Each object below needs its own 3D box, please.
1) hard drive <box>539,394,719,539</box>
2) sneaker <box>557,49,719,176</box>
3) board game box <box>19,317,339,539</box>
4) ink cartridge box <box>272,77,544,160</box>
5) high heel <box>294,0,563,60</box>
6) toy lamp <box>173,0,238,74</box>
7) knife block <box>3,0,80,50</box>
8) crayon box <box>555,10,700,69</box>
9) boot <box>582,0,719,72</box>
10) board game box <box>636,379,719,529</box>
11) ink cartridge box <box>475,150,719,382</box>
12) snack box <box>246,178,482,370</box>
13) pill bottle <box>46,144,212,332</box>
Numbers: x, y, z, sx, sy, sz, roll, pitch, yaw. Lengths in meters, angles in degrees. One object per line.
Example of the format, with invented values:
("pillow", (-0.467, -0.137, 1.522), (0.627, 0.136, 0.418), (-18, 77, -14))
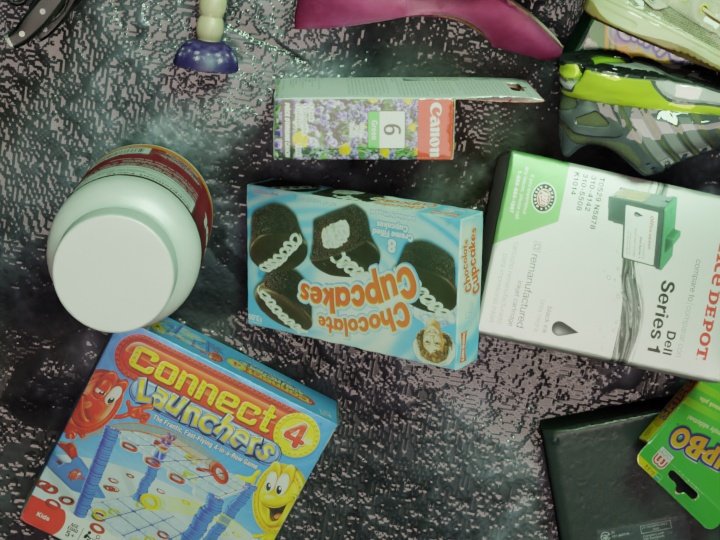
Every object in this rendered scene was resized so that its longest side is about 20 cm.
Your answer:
("hard drive", (0.236, 0.211, 1.312), (0.139, 0.033, 0.201), (-11, 105, 2))
("sneaker", (0.240, -0.110, 1.163), (0.199, 0.074, 0.081), (12, 116, 2))
("board game box", (-0.149, 0.156, 1.277), (0.199, 0.056, 0.196), (26, 103, -8))
("ink cartridge box", (0.034, -0.116, 1.180), (0.199, 0.109, 0.051), (0, 105, -1))
("high heel", (0.051, -0.185, 1.179), (0.199, 0.067, 0.096), (28, 93, -3))
("toy lamp", (-0.104, -0.252, 1.169), (0.058, 0.058, 0.201), (6, 106, -3))
("knife block", (-0.191, -0.249, 1.098), (0.064, 0.176, 0.200), (41, 140, -12))
("crayon box", (0.253, -0.216, 1.188), (0.125, 0.052, 0.201), (25, 103, -8))
("boot", (0.280, -0.222, 1.122), (0.199, 0.072, 0.155), (21, 104, 1))
("board game box", (0.316, 0.107, 1.265), (0.095, 0.030, 0.200), (43, 82, -11))
("ink cartridge box", (0.194, -0.002, 1.212), (0.199, 0.084, 0.147), (11, 89, -3))
("snack box", (0.000, 0.000, 1.194), (0.199, 0.037, 0.117), (10, 108, 33))
("pill bottle", (-0.172, -0.023, 1.154), (0.112, 0.200, 0.114), (0, 105, -1))
